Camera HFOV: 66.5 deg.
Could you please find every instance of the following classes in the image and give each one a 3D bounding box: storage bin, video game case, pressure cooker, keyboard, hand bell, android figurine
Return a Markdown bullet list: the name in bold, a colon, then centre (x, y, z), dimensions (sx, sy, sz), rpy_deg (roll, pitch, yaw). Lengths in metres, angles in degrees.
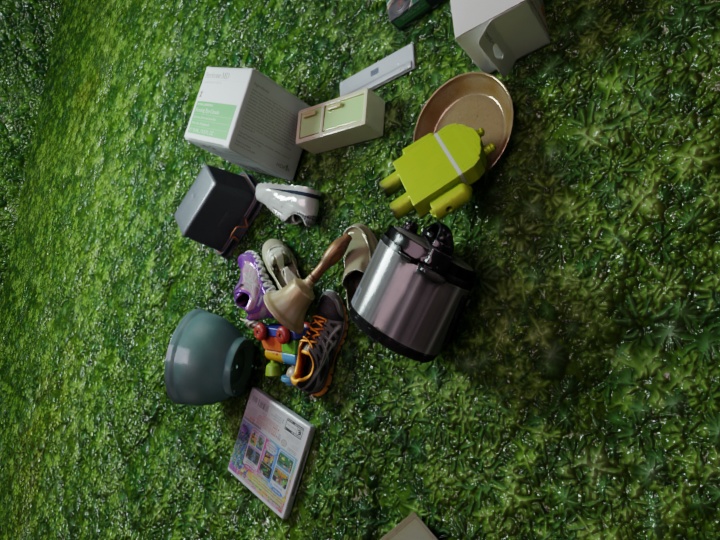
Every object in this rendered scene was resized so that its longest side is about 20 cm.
- **storage bin**: centre (-0.344, -0.143, 1.313), dimensions (0.202, 0.132, 0.147), rpy_deg (-51, 53, 19)
- **video game case**: centre (-0.187, 0.368, 1.128), dimensions (0.196, 0.023, 0.189), rpy_deg (19, 92, 40)
- **pressure cooker**: centre (0.090, 0.020, 0.880), dimensions (0.174, 0.176, 0.205), rpy_deg (34, 101, 42)
- **keyboard**: centre (0.031, -0.407, 1.146), dimensions (0.195, 0.011, 0.059), rpy_deg (-15, 65, 37)
- **hand bell**: centre (-0.086, 0.008, 1.043), dimensions (0.201, 0.103, 0.105), rpy_deg (-49, 54, 10)
- **android figurine**: centre (0.127, -0.167, 0.906), dimensions (0.196, 0.041, 0.185), rpy_deg (-32, 45, 9)

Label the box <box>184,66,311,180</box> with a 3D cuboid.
- **box**: centre (-0.248, -0.330, 1.236), dimensions (0.195, 0.197, 0.177), rpy_deg (20, 89, 41)

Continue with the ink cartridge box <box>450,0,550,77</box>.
- **ink cartridge box**: centre (0.228, -0.443, 0.910), dimensions (0.122, 0.127, 0.208), rpy_deg (-16, 70, 35)

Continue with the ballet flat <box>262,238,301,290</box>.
- **ballet flat**: centre (-0.160, -0.002, 1.165), dimensions (0.069, 0.069, 0.203), rpy_deg (-43, 60, 23)

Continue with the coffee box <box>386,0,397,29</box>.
- **coffee box**: centre (0.100, -0.607, 1.112), dimensions (0.120, 0.043, 0.208), rpy_deg (-20, 67, 35)

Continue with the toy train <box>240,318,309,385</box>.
- **toy train**: centre (-0.185, 0.166, 1.146), dimensions (0.195, 0.083, 0.121), rpy_deg (1, 93, 40)

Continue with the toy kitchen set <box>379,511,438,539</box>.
- **toy kitchen set**: centre (0.068, 0.541, 0.840), dimensions (0.162, 0.177, 0.206), rpy_deg (37, 142, 42)

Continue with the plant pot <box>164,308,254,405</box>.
- **plant pot**: centre (-0.309, 0.196, 1.183), dimensions (0.129, 0.200, 0.209), rpy_deg (8, 83, 13)

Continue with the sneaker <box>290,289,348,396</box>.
- **sneaker**: centre (-0.081, 0.138, 1.061), dimensions (0.076, 0.076, 0.208), rpy_deg (5, 81, 41)

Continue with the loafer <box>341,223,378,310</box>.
- **loafer**: centre (0.000, 0.000, 1.031), dimensions (0.074, 0.067, 0.207), rpy_deg (-27, 63, 31)

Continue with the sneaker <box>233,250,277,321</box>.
- **sneaker**: centre (-0.240, 0.035, 1.193), dimensions (0.202, 0.086, 0.082), rpy_deg (54, 154, 40)

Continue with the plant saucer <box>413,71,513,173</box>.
- **plant saucer**: centre (0.181, -0.241, 0.959), dimensions (0.195, 0.035, 0.209), rpy_deg (-11, 73, 38)

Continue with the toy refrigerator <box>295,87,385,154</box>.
- **toy refrigerator**: centre (-0.047, -0.309, 1.146), dimensions (0.195, 0.069, 0.079), rpy_deg (-3, 77, 40)

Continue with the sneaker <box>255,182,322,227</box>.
- **sneaker**: centre (-0.169, -0.146, 1.211), dimensions (0.196, 0.075, 0.084), rpy_deg (12, 96, 42)
